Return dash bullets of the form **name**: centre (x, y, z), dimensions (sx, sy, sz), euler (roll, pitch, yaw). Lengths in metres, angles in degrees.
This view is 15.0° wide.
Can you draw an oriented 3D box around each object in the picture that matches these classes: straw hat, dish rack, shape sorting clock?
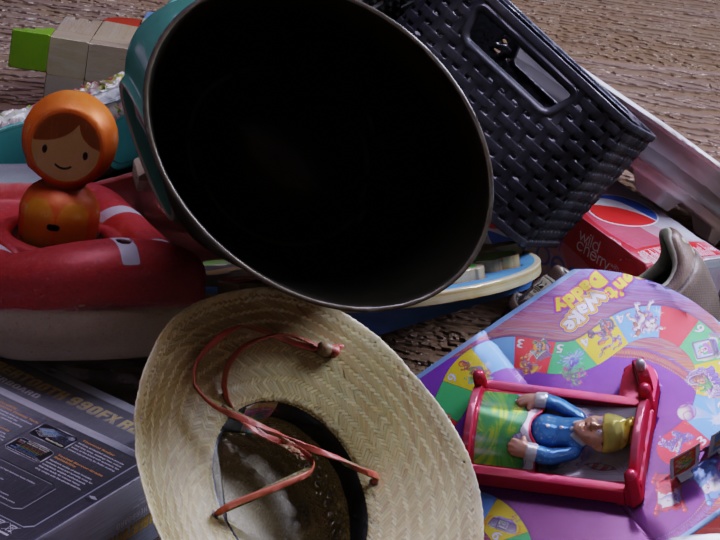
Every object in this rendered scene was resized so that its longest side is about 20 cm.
- **straw hat**: centre (-0.043, 0.116, 1.340), dimensions (0.201, 0.085, 0.201), euler (16, 56, -25)
- **dish rack**: centre (0.175, -0.076, 1.741), dimensions (0.172, 0.044, 0.200), euler (36, 5, 23)
- **shape sorting clock**: centre (0.000, 0.000, 1.516), dimensions (0.200, 0.039, 0.200), euler (-6, 12, 1)

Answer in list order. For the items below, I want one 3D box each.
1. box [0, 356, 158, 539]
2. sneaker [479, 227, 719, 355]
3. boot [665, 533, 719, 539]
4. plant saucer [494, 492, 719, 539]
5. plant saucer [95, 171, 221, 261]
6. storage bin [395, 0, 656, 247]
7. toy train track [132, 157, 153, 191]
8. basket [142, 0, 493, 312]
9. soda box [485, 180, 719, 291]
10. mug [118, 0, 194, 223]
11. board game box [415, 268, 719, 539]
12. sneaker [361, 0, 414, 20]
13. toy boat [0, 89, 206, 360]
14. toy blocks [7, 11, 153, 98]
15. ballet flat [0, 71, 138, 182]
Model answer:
- **box**: centre (-0.205, 0.095, 1.388), dimensions (0.200, 0.048, 0.158), euler (22, 29, 25)
- **sneaker**: centre (0.095, 0.037, 1.468), dimensions (0.200, 0.076, 0.070), euler (-20, 16, -9)
- **boot**: centre (0.121, 0.189, 1.280), dimensions (0.200, 0.074, 0.096), euler (-12, 56, -20)
- **plant saucer**: centre (0.173, 0.124, 1.445), dimensions (0.200, 0.037, 0.200), euler (17, 28, 18)
- **plant saucer**: centre (-0.082, -0.002, 1.628), dimensions (0.200, 0.037, 0.200), euler (-18, 38, -41)
- **storage bin**: centre (0.082, -0.090, 1.551), dimensions (0.135, 0.094, 0.200), euler (44, 8, 7)
- **toy train track**: centre (-0.039, -0.065, 1.686), dimensions (0.200, 0.033, 0.115), euler (1, 28, -13)
- **basket**: centre (-0.036, -0.058, 1.369), dimensions (0.180, 0.136, 0.200), euler (38, -6, -8)
- **soda box**: centre (0.135, -0.019, 1.685), dimensions (0.063, 0.070, 0.200), euler (-6, 29, -34)
- **mug**: centre (-0.076, -0.090, 1.602), dimensions (0.114, 0.152, 0.185), euler (-22, 9, -10)
- **board game box**: centre (0.105, 0.077, 1.378), dimensions (0.200, 0.039, 0.158), euler (-33, 62, -10)
- **sneaker**: centre (-0.006, -0.157, 1.599), dimensions (0.074, 0.200, 0.080), euler (-24, 77, -19)
- **toy boat**: centre (-0.159, -0.032, 1.465), dimensions (0.130, 0.131, 0.200), euler (-2, 22, -28)
- **toy blocks**: centre (-0.127, -0.133, 1.825), dimensions (0.200, 0.100, 0.137), euler (8, 15, -1)
- **ballet flat**: centre (-0.177, -0.080, 1.703), dimensions (0.200, 0.076, 0.064), euler (-19, 17, -22)
